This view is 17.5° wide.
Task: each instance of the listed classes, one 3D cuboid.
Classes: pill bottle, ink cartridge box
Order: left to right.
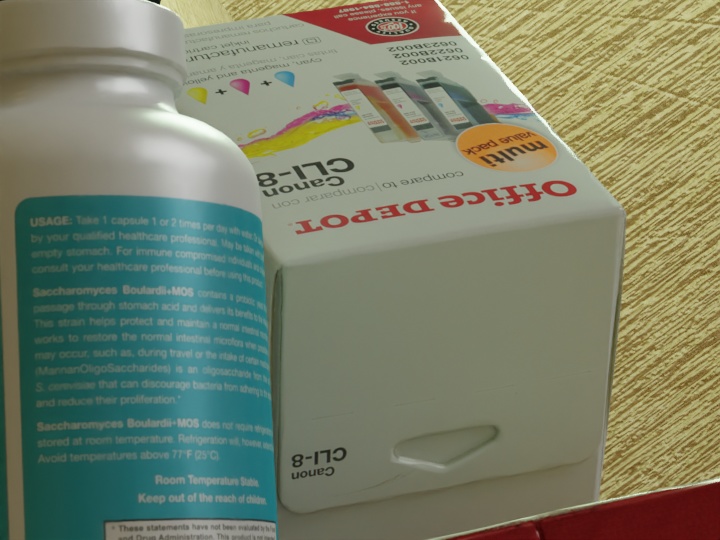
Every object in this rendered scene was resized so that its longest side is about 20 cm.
[{"bbox_3d":[-0.080,0.027,0.671,0.111,0.110,0.201,34,52,-74],"label":"pill bottle"},{"bbox_3d":[0.000,0.000,0.948,0.200,0.145,0.145,-125,-149,-52],"label":"ink cartridge box"}]

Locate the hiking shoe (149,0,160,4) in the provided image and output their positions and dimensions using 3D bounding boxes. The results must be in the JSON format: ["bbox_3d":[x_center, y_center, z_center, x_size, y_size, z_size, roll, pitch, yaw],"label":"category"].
[{"bbox_3d":[-0.183,-0.166,1.134,0.199,0.101,0.076,28,-17,-2],"label":"hiking shoe"}]

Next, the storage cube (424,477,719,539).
[{"bbox_3d":[0.072,0.179,0.744,0.200,0.170,0.181,83,-6,-74],"label":"storage cube"}]
